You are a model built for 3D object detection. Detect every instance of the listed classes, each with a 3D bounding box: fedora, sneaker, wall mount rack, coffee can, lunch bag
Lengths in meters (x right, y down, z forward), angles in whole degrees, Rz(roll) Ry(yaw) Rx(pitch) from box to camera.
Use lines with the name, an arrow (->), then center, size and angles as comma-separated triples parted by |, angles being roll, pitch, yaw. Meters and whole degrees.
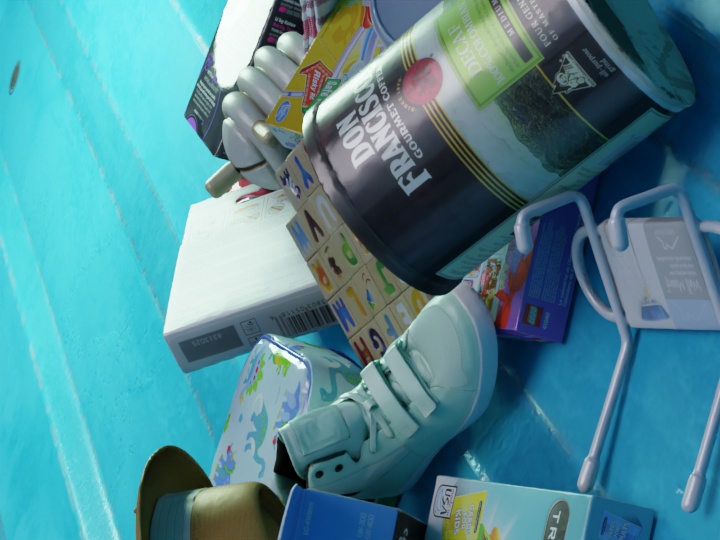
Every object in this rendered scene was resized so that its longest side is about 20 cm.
fedora -> -0.081, 0.207, 1.309 | 0.081, 0.201, 0.202 | -17, 48, 14
sneaker -> 0.011, 0.094, 1.308 | 0.074, 0.117, 0.201 | 55, 136, 29
wall mount rack -> 0.159, 0.040, 1.127 | 0.200, 0.074, 0.175 | 0, 110, 67
coffee can -> 0.084, -0.101, 1.207 | 0.200, 0.146, 0.147 | -38, 37, 22
lunch bag -> -0.054, 0.158, 1.473 | 0.161, 0.082, 0.202 | -158, 84, -69

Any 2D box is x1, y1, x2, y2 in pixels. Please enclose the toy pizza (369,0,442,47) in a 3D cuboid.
toy pizza -> 0.098, -0.216, 1.377 | 0.199, 0.032, 0.202 | -18, 50, 22

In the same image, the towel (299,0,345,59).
towel -> 0.001, -0.229, 1.498 | 0.030, 0.146, 0.202 | 21, 132, 32

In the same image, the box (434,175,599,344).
box -> 0.111, -0.053, 1.329 | 0.137, 0.039, 0.202 | 2, 77, 67

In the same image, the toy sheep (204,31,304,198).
toy sheep -> -0.049, -0.129, 1.616 | 0.199, 0.138, 0.138 | -36, 24, -7

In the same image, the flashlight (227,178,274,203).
flashlight -> -0.078, -0.023, 1.721 | 0.068, 0.068, 0.201 | -30, 37, 3

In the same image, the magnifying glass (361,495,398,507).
magnifying glass -> 0.014, 0.161, 1.439 | 0.201, 0.022, 0.080 | -57, 28, 35

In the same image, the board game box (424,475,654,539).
board game box -> 0.093, 0.208, 1.192 | 0.200, 0.047, 0.153 | -7, 70, 66

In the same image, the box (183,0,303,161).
box -> -0.064, -0.195, 1.736 | 0.202, 0.105, 0.122 | -68, 26, 14

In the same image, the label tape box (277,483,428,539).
label tape box -> -0.007, 0.223, 1.256 | 0.200, 0.065, 0.145 | 46, -126, -71

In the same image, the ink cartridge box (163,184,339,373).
ink cartridge box -> -0.075, -0.009, 1.626 | 0.161, 0.050, 0.201 | -18, 29, 14

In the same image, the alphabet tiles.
alphabet tiles -> 0.000, 0.000, 1.417 | 0.201, 0.006, 0.166 | 61, 157, 6

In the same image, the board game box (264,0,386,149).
board game box -> 0.034, -0.166, 1.428 | 0.134, 0.034, 0.201 | 18, 71, 36
